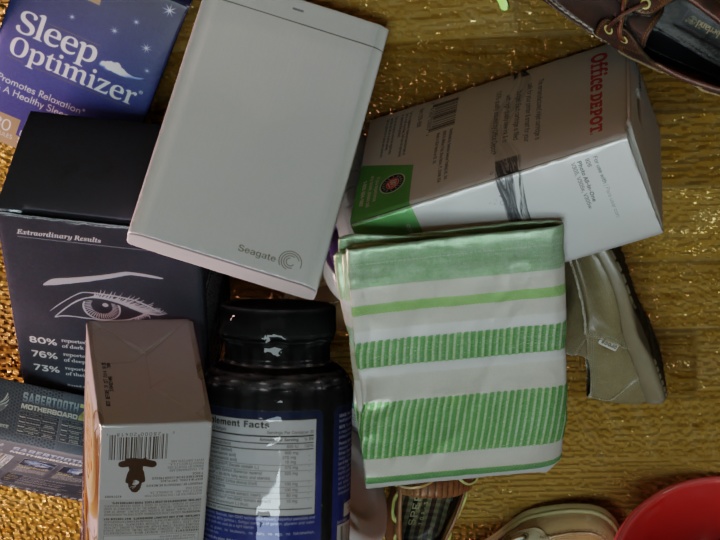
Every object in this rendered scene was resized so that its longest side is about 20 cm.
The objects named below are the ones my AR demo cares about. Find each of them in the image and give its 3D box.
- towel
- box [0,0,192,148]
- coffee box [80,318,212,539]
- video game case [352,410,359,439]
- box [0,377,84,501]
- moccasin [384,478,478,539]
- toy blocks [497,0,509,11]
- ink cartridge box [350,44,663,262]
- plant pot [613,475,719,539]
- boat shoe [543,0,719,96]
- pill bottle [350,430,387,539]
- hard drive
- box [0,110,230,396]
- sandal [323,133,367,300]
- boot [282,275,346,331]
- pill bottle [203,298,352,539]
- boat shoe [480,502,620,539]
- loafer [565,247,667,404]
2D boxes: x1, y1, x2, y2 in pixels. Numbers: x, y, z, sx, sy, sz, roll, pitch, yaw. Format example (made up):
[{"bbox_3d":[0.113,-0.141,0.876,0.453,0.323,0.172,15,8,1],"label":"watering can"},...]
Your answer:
[{"bbox_3d":[0.065,0.059,1.266,0.151,0.023,0.202,-5,122,2],"label":"towel"},{"bbox_3d":[-0.196,-0.163,1.332,0.120,0.033,0.201,22,122,-7],"label":"box"},{"bbox_3d":[-0.155,0.148,1.325,0.079,0.115,0.202,-1,127,-12],"label":"coffee box"},{"bbox_3d":[-0.078,0.157,1.532,0.142,0.018,0.200,30,122,-13],"label":"video game case"},{"bbox_3d":[-0.238,0.135,1.450,0.198,0.052,0.158,13,160,-19],"label":"box"},{"bbox_3d":[0.057,0.157,1.471,0.073,0.078,0.203,7,125,-17],"label":"moccasin"},{"bbox_3d":[0.111,-0.282,1.179,0.136,0.100,0.201,-23,105,9],"label":"toy blocks"},{"bbox_3d":[0.104,-0.066,1.284,0.198,0.146,0.085,-16,119,18],"label":"ink cartridge box"},{"bbox_3d":[0.291,0.294,1.479,0.198,0.201,0.179,2,132,7],"label":"plant pot"},{"bbox_3d":[0.195,-0.174,1.248,0.198,0.071,0.071,22,124,-5],"label":"boat shoe"},{"bbox_3d":[-0.087,0.202,1.484,0.199,0.112,0.112,-27,116,22],"label":"pill bottle"},{"bbox_3d":[-0.067,-0.093,1.270,0.131,0.202,0.027,17,160,-4],"label":"hard drive"},{"bbox_3d":[-0.174,-0.005,1.362,0.146,0.105,0.201,7,137,3],"label":"box"},{"bbox_3d":[-0.003,-0.001,1.330,0.049,0.082,0.205,-16,76,24],"label":"sandal"},{"bbox_3d":[0.041,0.074,1.380,0.198,0.157,0.073,-4,162,6],"label":"boot"},{"bbox_3d":[-0.061,0.124,1.346,0.111,0.112,0.202,2,94,7],"label":"pill bottle"},{"bbox_3d":[0.123,0.252,1.539,0.199,0.063,0.074,-25,116,21],"label":"boat shoe"},{"bbox_3d":[0.171,0.026,1.378,0.067,0.076,0.201,-19,119,12],"label":"loafer"}]
